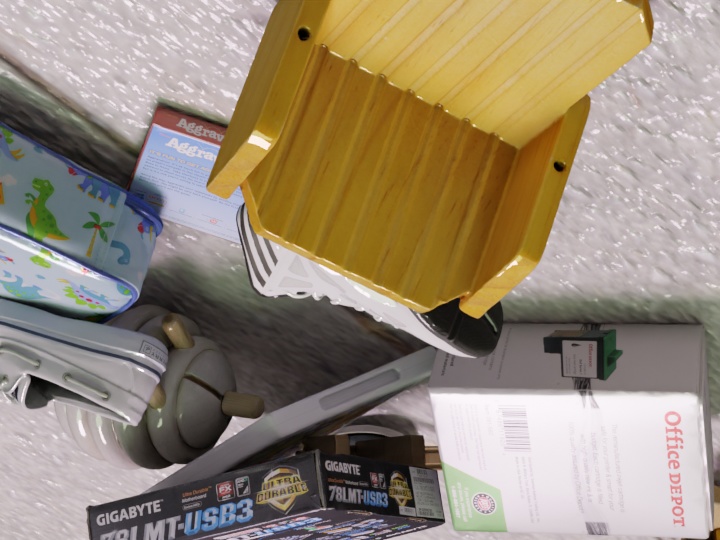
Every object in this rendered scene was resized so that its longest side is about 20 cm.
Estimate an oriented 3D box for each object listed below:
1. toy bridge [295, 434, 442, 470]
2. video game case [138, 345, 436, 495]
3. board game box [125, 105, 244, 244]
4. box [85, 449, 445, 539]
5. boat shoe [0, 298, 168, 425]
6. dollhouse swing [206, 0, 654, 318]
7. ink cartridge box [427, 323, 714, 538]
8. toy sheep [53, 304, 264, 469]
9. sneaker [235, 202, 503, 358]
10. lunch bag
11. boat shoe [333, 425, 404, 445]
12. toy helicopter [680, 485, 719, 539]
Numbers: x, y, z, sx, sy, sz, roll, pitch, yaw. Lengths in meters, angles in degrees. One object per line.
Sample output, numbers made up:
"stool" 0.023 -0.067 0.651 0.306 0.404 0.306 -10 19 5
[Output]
"toy bridge" 0.021 0.144 1.524 0.067 0.027 0.199 -10 168 42
"video game case" -0.058 0.126 1.495 0.181 0.023 0.200 -20 170 -44
"board game box" -0.060 -0.048 1.361 0.198 0.020 0.103 18 145 -10
"box" -0.066 0.182 1.442 0.199 0.050 0.198 -18 161 25
"boat shoe" -0.234 0.066 1.394 0.198 0.067 0.074 7 158 30
"dollhouse swing" 0.050 -0.093 1.155 0.199 0.183 0.176 26 162 -19
"ink cartridge box" 0.161 0.118 1.448 0.198 0.085 0.147 0 128 14
"toy sheep" -0.163 0.088 1.482 0.199 0.138 0.138 13 149 30
"sneaker" 0.000 0.000 1.348 0.200 0.076 0.115 38 146 -21
"lunch bag" -0.252 -0.033 1.368 0.199 0.083 0.160 27 152 -21
"boat shoe" -0.032 0.184 1.635 0.199 0.062 0.073 -24 132 39
"toy helicopter" 0.330 0.187 1.532 0.131 0.079 0.201 15 141 -7
